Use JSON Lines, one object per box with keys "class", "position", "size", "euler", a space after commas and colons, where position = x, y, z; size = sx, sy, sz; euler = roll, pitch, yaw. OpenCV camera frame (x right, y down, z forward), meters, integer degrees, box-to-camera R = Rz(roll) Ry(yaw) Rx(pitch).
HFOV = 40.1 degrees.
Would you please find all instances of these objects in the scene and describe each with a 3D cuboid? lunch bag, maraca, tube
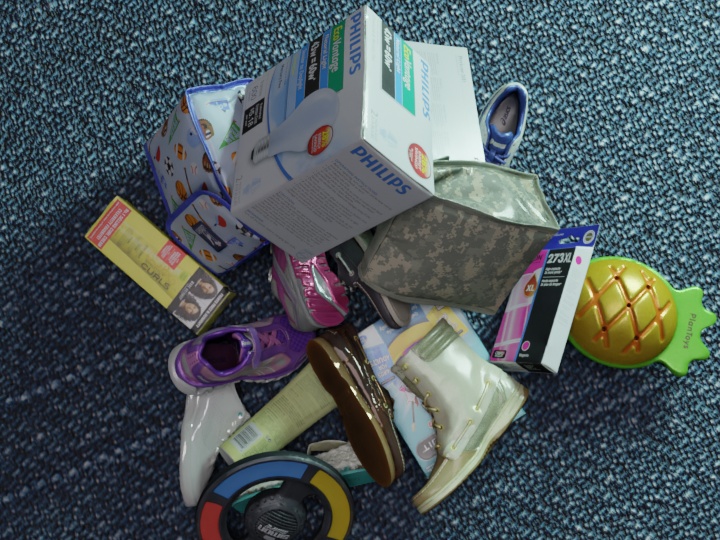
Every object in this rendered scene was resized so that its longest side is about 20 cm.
{"class": "lunch bag", "position": [-0.178, -0.108, 1.233], "size": [0.122, 0.169, 0.204], "euler": [-18, 84, -33]}
{"class": "maraca", "position": [0.344, 0.058, 1.233], "size": [0.196, 0.107, 0.140], "euler": [15, 83, 4]}
{"class": "lunch bag", "position": [0.106, -0.045, 1.185], "size": [0.196, 0.165, 0.119], "euler": [8, 44, -26]}
{"class": "tube", "position": [-0.089, 0.182, 1.256], "size": [0.199, 0.052, 0.059], "euler": [-40, 124, -21]}

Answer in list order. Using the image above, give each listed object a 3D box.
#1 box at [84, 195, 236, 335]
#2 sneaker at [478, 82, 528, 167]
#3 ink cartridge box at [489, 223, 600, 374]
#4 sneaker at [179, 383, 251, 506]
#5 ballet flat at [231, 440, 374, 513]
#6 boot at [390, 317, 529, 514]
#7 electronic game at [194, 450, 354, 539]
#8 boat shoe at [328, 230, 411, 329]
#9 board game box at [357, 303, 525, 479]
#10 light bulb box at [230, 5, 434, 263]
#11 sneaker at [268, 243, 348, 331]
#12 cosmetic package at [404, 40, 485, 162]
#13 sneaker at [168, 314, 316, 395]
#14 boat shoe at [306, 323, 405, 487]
{"class": "box", "position": [-0.261, -0.006, 1.293], "size": [0.199, 0.050, 0.076], "euler": [41, 87, 7]}
{"class": "sneaker", "position": [0.165, -0.150, 1.276], "size": [0.074, 0.088, 0.204], "euler": [16, 85, 2]}
{"class": "ink cartridge box", "position": [0.231, 0.029, 1.231], "size": [0.037, 0.094, 0.203], "euler": [32, 70, -29]}
{"class": "sneaker", "position": [-0.184, 0.200, 1.259], "size": [0.087, 0.075, 0.205], "euler": [7, 82, -9]}
{"class": "ballet flat", "position": [-0.071, 0.256, 1.255], "size": [0.196, 0.072, 0.073], "euler": [-12, 82, -1]}
{"class": "boot", "position": [0.090, 0.175, 1.196], "size": [0.154, 0.072, 0.201], "euler": [40, 76, 5]}
{"class": "electronic game", "position": [-0.104, 0.303, 1.207], "size": [0.195, 0.042, 0.203], "euler": [-4, 121, -7]}
{"class": "boat shoe", "position": [0.000, 0.000, 1.262], "size": [0.062, 0.072, 0.202], "euler": [-38, 63, 18]}
{"class": "board game box", "position": [0.095, 0.137, 1.263], "size": [0.150, 0.047, 0.202], "euler": [-32, 83, -2]}
{"class": "light bulb box", "position": [-0.030, -0.150, 1.117], "size": [0.198, 0.124, 0.201], "euler": [-25, 48, 33]}
{"class": "sneaker", "position": [-0.084, -0.011, 1.248], "size": [0.080, 0.088, 0.204], "euler": [2, 65, -37]}
{"class": "cosmetic package", "position": [0.072, -0.199, 1.252], "size": [0.147, 0.052, 0.204], "euler": [3, 60, -11]}
{"class": "sneaker", "position": [-0.137, 0.098, 1.230], "size": [0.197, 0.088, 0.082], "euler": [-14, 75, -29]}
{"class": "boat shoe", "position": [0.008, 0.160, 1.209], "size": [0.070, 0.070, 0.203], "euler": [-22, 84, -37]}
